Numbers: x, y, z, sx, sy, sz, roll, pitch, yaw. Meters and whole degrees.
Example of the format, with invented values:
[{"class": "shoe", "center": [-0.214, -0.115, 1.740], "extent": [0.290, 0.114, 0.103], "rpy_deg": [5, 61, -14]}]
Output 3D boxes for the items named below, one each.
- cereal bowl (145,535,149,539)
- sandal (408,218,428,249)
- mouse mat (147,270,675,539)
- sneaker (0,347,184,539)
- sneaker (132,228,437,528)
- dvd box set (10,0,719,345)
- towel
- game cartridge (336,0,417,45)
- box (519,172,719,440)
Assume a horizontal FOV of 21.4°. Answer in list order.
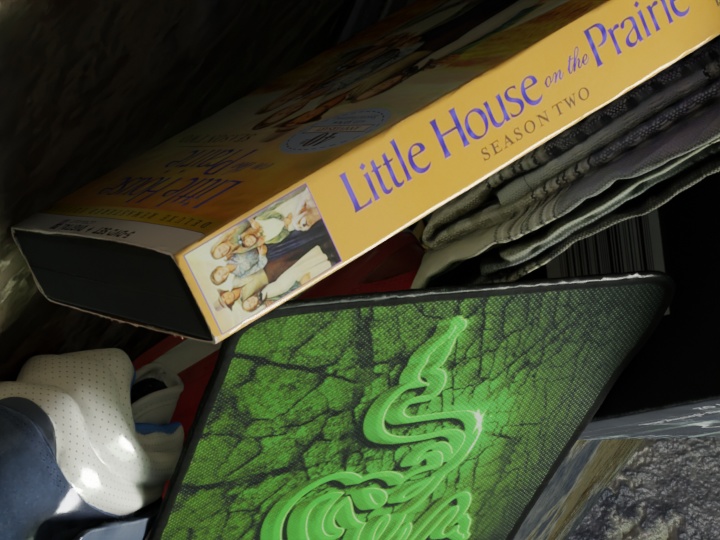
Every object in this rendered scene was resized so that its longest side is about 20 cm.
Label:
[{"class": "cereal bowl", "center": [-0.066, 0.155, 0.948], "extent": [0.200, 0.083, 0.200], "rpy_deg": [-48, 165, -17]}, {"class": "sandal", "center": [0.000, 0.000, 0.852], "extent": [0.082, 0.054, 0.200], "rpy_deg": [-48, 163, -20]}, {"class": "mouse mat", "center": [0.009, 0.066, 0.669], "extent": [0.160, 0.008, 0.200], "rpy_deg": [-5, 145, -23]}, {"class": "sneaker", "center": [-0.110, 0.104, 0.700], "extent": [0.146, 0.080, 0.200], "rpy_deg": [-44, 157, -19]}, {"class": "sneaker", "center": [-0.033, 0.074, 0.745], "extent": [0.200, 0.116, 0.078], "rpy_deg": [-43, 160, 12]}, {"class": "dvd box set", "center": [0.004, -0.045, 0.574], "extent": [0.199, 0.030, 0.146], "rpy_deg": [-31, -164, -21]}, {"class": "towel", "center": [0.102, -0.088, 0.640], "extent": [0.192, 0.035, 0.200], "rpy_deg": [-29, -153, 33]}, {"class": "game cartridge", "center": [0.048, -0.137, 0.737], "extent": [0.130, 0.038, 0.201], "rpy_deg": [-40, 160, -55]}, {"class": "box", "center": [0.172, -0.004, 0.738], "extent": [0.196, 0.125, 0.200], "rpy_deg": [0, 170, -31]}]
